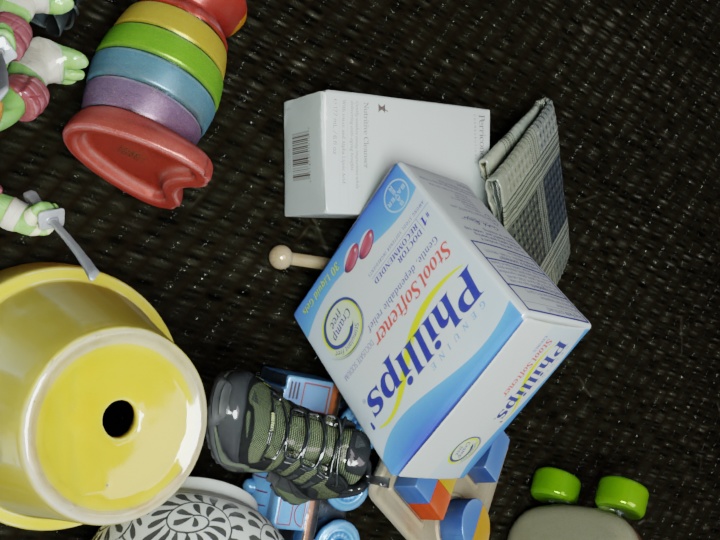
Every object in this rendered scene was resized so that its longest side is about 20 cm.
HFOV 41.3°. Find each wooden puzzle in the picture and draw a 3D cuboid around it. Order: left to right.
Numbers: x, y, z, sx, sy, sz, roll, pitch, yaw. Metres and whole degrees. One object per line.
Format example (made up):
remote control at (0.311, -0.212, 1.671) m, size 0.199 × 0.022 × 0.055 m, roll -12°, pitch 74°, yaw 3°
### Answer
wooden puzzle at (0.094, 0.194, 0.945) m, size 0.201 × 0.046 × 0.186 m, roll 57°, pitch 42°, yaw -33°

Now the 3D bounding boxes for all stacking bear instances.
stacking bear at (-0.153, -0.172, 0.776) m, size 0.113 × 0.121 × 0.203 m, roll 26°, pitch 69°, yaw -22°

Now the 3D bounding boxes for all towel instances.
towel at (0.173, -0.054, 0.992) m, size 0.200 × 0.034 × 0.195 m, roll -50°, pitch 134°, yaw -49°

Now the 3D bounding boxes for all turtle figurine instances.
turtle figurine at (-0.218, -0.099, 0.626) m, size 0.144 × 0.198 × 0.196 m, roll 51°, pitch 39°, yaw -39°

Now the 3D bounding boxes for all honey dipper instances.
honey dipper at (0.000, 0.000, 0.930) m, size 0.198 × 0.038 × 0.039 m, roll 7°, pitch 88°, yaw -31°

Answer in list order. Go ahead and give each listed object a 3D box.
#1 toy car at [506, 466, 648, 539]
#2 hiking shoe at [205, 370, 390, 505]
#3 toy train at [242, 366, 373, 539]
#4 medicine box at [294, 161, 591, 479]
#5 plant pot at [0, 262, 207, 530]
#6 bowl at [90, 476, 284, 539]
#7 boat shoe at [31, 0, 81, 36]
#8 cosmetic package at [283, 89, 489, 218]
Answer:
toy car at (0.268, 0.340, 1.067) m, size 0.200 × 0.156 × 0.166 m, roll 43°, pitch 59°, yaw -40°
hiking shoe at (-0.044, 0.127, 0.737) m, size 0.200 × 0.099 × 0.077 m, roll 51°, pitch 37°, yaw -56°
toy train at (-0.053, 0.186, 0.873) m, size 0.113 × 0.086 × 0.203 m, roll 13°, pitch 87°, yaw -25°
medicine box at (0.062, 0.044, 0.827) m, size 0.102 × 0.201 × 0.183 m, roll 13°, pitch 121°, yaw -44°
plant pot at (-0.206, 0.098, 0.698) m, size 0.198 × 0.188 × 0.204 m, roll -1°, pitch 92°, yaw -35°
bowl at (-0.133, 0.230, 0.778) m, size 0.200 × 0.200 × 0.095 m, roll 33°, pitch 49°, yaw -30°
boat shoe at (-0.244, -0.208, 0.717) m, size 0.197 × 0.074 × 0.067 m, roll -12°, pitch 82°, yaw -28°
cosmetic package at (0.028, -0.104, 0.914) m, size 0.198 × 0.081 × 0.115 m, roll -3°, pitch 92°, yaw -33°
